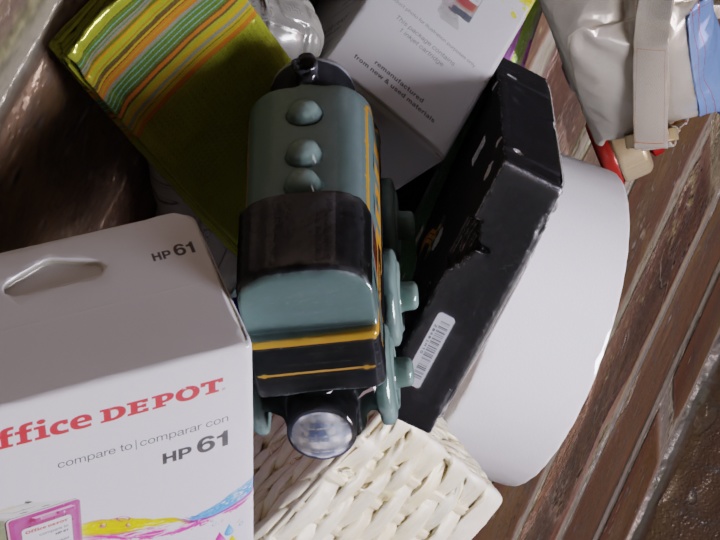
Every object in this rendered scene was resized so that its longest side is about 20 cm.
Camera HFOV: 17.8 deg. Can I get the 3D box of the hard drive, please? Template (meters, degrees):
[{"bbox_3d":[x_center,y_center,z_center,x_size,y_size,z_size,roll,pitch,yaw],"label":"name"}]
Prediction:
[{"bbox_3d":[0.054,-0.018,1.156,0.140,0.038,0.200,-62,-172,18],"label":"hard drive"}]

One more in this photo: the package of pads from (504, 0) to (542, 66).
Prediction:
[{"bbox_3d":[0.089,-0.204,1.429,0.155,0.068,0.201,-78,-174,-80],"label":"package of pads"}]

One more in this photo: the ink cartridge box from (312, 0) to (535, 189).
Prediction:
[{"bbox_3d":[0.025,-0.134,1.249,0.200,0.083,0.145,-59,-167,-30],"label":"ink cartridge box"}]

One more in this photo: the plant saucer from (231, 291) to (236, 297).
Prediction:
[{"bbox_3d":[-0.092,0.099,1.348,0.201,0.039,0.201,-56,159,-35],"label":"plant saucer"}]

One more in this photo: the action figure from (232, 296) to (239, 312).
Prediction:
[{"bbox_3d":[-0.074,0.046,1.160,0.199,0.065,0.052,-22,130,-27],"label":"action figure"}]

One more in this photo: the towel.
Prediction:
[{"bbox_3d":[-0.066,-0.078,1.096,0.086,0.018,0.200,-45,140,-5],"label":"towel"}]

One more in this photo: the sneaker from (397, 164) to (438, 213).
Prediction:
[{"bbox_3d":[0.000,0.000,1.312,0.080,0.071,0.200,29,108,-38],"label":"sneaker"}]

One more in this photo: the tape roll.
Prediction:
[{"bbox_3d":[0.087,0.023,1.380,0.202,0.070,0.203,-162,-90,-78],"label":"tape roll"}]

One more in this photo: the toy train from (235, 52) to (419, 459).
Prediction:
[{"bbox_3d":[-0.018,-0.011,1.048,0.200,0.085,0.114,-89,174,-49],"label":"toy train"}]

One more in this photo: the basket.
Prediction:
[{"bbox_3d":[-0.039,0.136,1.249,0.200,0.123,0.135,-47,132,3],"label":"basket"}]

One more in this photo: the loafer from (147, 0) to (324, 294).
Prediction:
[{"bbox_3d":[-0.081,-0.057,1.166,0.070,0.070,0.201,1,120,-33],"label":"loafer"}]

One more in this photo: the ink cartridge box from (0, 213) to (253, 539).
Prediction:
[{"bbox_3d":[-0.127,0.083,1.023,0.144,0.085,0.201,-15,139,-15],"label":"ink cartridge box"}]

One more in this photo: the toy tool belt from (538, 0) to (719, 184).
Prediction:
[{"bbox_3d":[0.182,-0.129,1.351,0.200,0.122,0.125,61,8,-57],"label":"toy tool belt"}]
